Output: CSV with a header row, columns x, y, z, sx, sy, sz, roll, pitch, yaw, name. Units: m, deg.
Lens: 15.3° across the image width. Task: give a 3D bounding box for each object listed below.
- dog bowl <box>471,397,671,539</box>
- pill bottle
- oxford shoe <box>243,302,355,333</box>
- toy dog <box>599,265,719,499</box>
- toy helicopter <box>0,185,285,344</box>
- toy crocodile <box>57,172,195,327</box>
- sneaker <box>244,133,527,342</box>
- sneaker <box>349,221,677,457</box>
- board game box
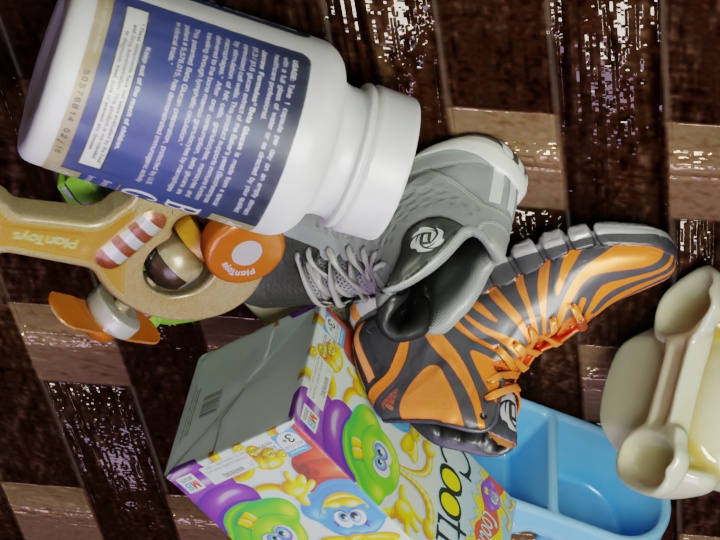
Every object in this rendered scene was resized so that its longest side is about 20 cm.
x,y,z,sx,sy,sz,roll,pitch,yaw,name
0.115,0.139,1.753,0.199,0.112,0.050,20,134,-17,dog bowl
-0.074,-0.083,1.432,0.199,0.111,0.111,17,148,-12,pill bottle
-0.021,0.035,1.646,0.200,0.074,0.071,31,146,-29,oxford shoe
0.255,0.106,1.633,0.199,0.140,0.194,19,161,-15,toy dog
-0.148,-0.011,1.504,0.199,0.079,0.133,8,128,-26,toy helicopter
-0.135,-0.021,1.594,0.061,0.068,0.200,-3,148,13,toy crocodile
0.000,0.000,1.517,0.200,0.116,0.075,-23,128,28,sneaker
0.098,0.047,1.564,0.199,0.112,0.078,-17,154,10,sneaker
-0.008,0.133,1.619,0.103,0.105,0.200,-25,123,31,board game box
